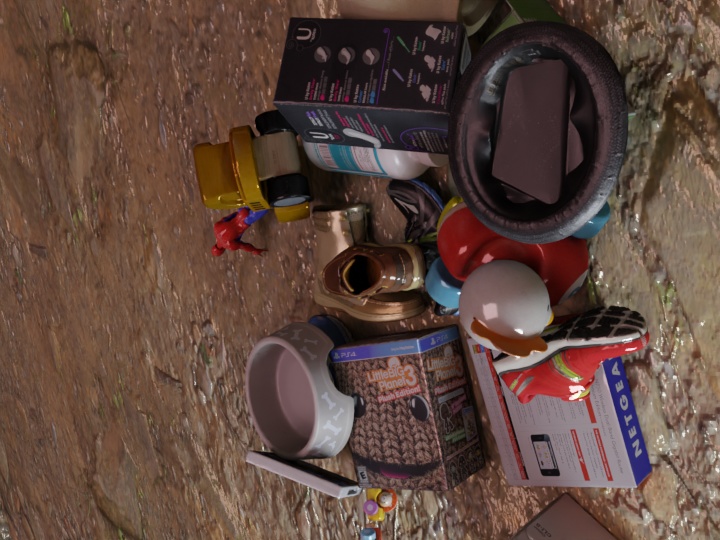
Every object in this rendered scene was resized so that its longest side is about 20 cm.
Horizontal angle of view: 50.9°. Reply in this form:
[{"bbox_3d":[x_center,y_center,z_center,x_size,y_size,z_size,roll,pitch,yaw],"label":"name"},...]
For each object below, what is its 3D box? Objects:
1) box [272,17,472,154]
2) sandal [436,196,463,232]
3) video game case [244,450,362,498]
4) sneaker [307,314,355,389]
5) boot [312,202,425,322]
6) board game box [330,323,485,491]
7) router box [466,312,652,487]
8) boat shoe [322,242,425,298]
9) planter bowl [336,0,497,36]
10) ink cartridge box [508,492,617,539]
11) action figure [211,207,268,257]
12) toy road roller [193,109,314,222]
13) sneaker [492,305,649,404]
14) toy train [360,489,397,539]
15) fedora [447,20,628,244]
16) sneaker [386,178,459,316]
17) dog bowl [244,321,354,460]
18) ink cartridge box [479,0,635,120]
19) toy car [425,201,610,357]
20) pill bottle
[{"bbox_3d":[0.020,-0.205,0.849,0.198,0.122,0.107,7,80,15],"label":"box"},{"bbox_3d":[0.186,-0.088,0.895,0.087,0.080,0.200,38,128,-19],"label":"sandal"},{"bbox_3d":[-0.076,0.296,1.105,0.142,0.200,0.018,18,78,13],"label":"video game case"},{"bbox_3d":[-0.052,0.153,1.148,0.079,0.088,0.201,-51,45,40],"label":"sneaker"},{"bbox_3d":[0.006,-0.016,1.078,0.199,0.072,0.157,13,110,45],"label":"boot"},{"bbox_3d":[0.064,0.189,1.046,0.158,0.096,0.202,-12,90,39],"label":"board game box"},{"bbox_3d":[0.238,0.162,0.926,0.179,0.049,0.202,-14,93,44],"label":"router box"},{"bbox_3d":[0.000,0.000,0.977,0.199,0.067,0.073,-8,90,57],"label":"boat shoe"},{"bbox_3d":[0.083,-0.339,0.830,0.134,0.200,0.202,30,122,19],"label":"planter bowl"},{"bbox_3d":[0.233,0.415,0.941,0.145,0.144,0.201,41,127,27],"label":"ink cartridge box"},{"bbox_3d":[-0.163,-0.092,1.226,0.200,0.099,0.065,-44,69,18],"label":"action figure"},{"bbox_3d":[-0.145,-0.135,1.045,0.200,0.144,0.124,86,174,-85],"label":"toy road roller"},{"bbox_3d":[0.239,0.100,0.835,0.199,0.077,0.085,-29,93,50],"label":"sneaker"},{"bbox_3d":[0.028,0.342,1.134,0.055,0.150,0.202,-3,98,7],"label":"toy train"},{"bbox_3d":[0.178,-0.130,0.719,0.199,0.091,0.203,14,112,38],"label":"fedora"},{"bbox_3d":[0.084,-0.033,0.981,0.201,0.082,0.071,64,167,8],"label":"sneaker"},{"bbox_3d":[-0.095,0.177,1.084,0.199,0.058,0.202,10,103,46],"label":"dog bowl"},{"bbox_3d":[0.196,-0.222,0.811,0.059,0.103,0.201,-44,72,40],"label":"ink cartridge box"},{"bbox_3d":[0.169,0.024,0.814,0.201,0.175,0.185,-86,15,-45],"label":"toy car"},{"bbox_3d":[0.026,-0.177,0.980,0.199,0.110,0.112,13,111,39],"label":"pill bottle"}]
